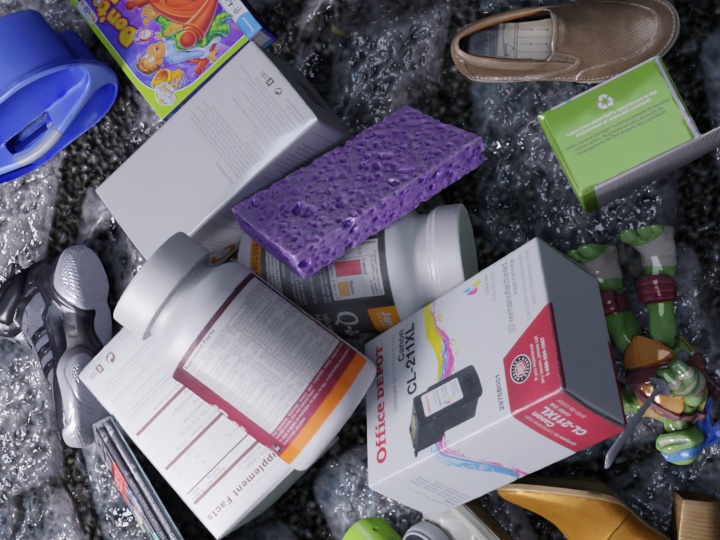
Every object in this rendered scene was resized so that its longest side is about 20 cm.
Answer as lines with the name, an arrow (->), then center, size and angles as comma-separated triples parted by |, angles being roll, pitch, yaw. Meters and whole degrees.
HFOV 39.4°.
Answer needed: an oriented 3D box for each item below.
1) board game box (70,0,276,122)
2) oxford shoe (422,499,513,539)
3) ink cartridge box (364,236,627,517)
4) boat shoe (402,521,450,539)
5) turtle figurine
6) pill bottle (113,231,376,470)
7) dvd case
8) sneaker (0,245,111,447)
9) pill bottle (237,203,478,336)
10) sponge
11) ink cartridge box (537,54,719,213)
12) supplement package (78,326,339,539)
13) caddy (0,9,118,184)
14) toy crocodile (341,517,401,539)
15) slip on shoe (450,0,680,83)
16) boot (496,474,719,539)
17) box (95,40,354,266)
board game box -> -0.197, -0.263, 0.994 | 0.134, 0.045, 0.200 | -40, 80, 11
oxford shoe -> 0.084, 0.228, 0.902 | 0.058, 0.075, 0.200 | -42, 85, 8
ink cartridge box -> 0.098, 0.091, 0.810 | 0.200, 0.083, 0.146 | -34, 41, 34
boat shoe -> 0.043, 0.323, 0.889 | 0.070, 0.066, 0.200 | 20, 114, 38
turtle figurine -> 0.211, 0.068, 0.828 | 0.200, 0.144, 0.194 | -8, 78, -1
pill bottle -> -0.095, 0.063, 0.825 | 0.200, 0.110, 0.110 | 37, 98, 0
dvd case -> -0.193, 0.237, 0.945 | 0.022, 0.146, 0.200 | -29, 80, -20
sneaker -> -0.311, 0.079, 1.005 | 0.114, 0.075, 0.200 | -8, 78, 16
pill bottle -> 0.000, 0.000, 0.904 | 0.200, 0.116, 0.117 | -7, 88, 15
sponge -> -0.001, -0.074, 0.875 | 0.200, 0.030, 0.112 | -33, 39, -17
ink cartridge box -> 0.256, -0.129, 0.822 | 0.200, 0.148, 0.076 | -28, 82, 12
supplement package -> -0.138, 0.128, 0.938 | 0.117, 0.117, 0.200 | -45, 80, 8
caddy -> -0.332, -0.156, 0.981 | 0.200, 0.141, 0.105 | -34, 76, 12
toy crocodile -> -0.019, 0.324, 0.937 | 0.067, 0.062, 0.200 | 22, 98, 45
slip on shoe -> 0.178, -0.206, 0.887 | 0.200, 0.061, 0.076 | 0, 89, 15
boot -> 0.210, 0.257, 0.869 | 0.201, 0.071, 0.144 | 6, 90, 10
box -> -0.121, -0.097, 0.931 | 0.200, 0.124, 0.098 | -41, 78, 10
